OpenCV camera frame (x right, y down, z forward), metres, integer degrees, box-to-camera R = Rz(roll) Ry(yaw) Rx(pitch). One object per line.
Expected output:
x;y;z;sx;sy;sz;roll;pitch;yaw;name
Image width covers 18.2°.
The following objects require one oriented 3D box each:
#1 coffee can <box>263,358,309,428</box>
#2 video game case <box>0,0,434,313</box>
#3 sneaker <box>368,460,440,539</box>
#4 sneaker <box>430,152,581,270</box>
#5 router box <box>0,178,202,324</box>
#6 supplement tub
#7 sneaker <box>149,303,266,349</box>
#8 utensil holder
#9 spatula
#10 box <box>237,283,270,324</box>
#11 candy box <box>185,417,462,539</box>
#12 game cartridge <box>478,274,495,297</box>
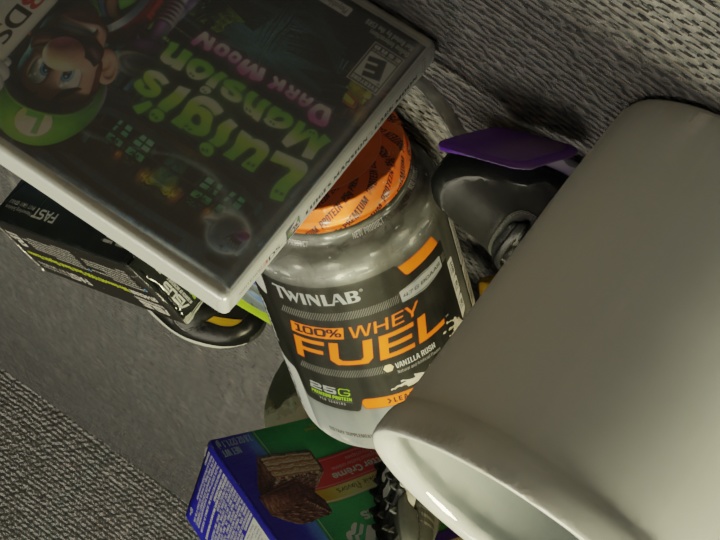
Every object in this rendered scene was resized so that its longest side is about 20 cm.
0.042;0.137;1.652;0.146;0.147;0.200;21;159;47;coffee can
-0.093;-0.100;1.141;0.200;0.182;0.023;33;158;13;video game case
0.058;0.104;1.409;0.090;0.200;0.067;14;135;-6;sneaker
0.114;0.009;1.158;0.200;0.088;0.076;32;145;10;sneaker
-0.132;-0.057;1.437;0.062;0.150;0.200;46;163;-32;router box
0.000;0.000;1.318;0.122;0.123;0.200;26;150;36;supplement tub
-0.167;-0.006;1.847;0.200;0.070;0.090;35;169;16;sneaker
0.130;0.046;1.037;0.170;0.200;0.170;34;167;9;utensil holder
0.029;-0.095;1.173;0.200;0.056;0.021;35;125;33;spatula
-0.073;-0.012;1.655;0.122;0.048;0.200;29;165;27;box
0.011;0.181;1.424;0.200;0.169;0.077;51;138;36;candy box
0.138;0.092;1.310;0.200;0.032;0.177;8;107;65;game cartridge
